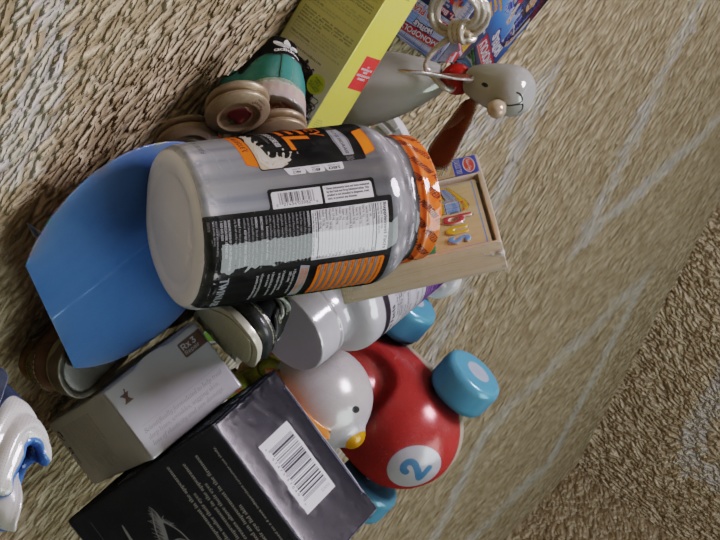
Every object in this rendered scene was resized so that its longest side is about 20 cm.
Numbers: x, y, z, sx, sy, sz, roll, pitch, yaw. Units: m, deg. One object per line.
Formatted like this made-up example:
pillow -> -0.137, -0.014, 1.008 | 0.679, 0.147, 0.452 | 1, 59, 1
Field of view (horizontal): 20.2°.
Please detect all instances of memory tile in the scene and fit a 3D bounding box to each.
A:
memory tile -> -0.088, -0.071, 1.578 | 0.153, 0.017, 0.200 | -30, 145, 24

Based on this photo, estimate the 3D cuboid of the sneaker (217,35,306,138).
sneaker -> -0.094, -0.107, 1.624 | 0.200, 0.071, 0.080 | -48, -152, 46

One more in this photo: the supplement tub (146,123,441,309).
supplement tub -> -0.049, -0.043, 1.497 | 0.199, 0.123, 0.123 | -8, 141, -26

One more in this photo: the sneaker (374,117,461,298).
sneaker -> 0.049, -0.067, 1.902 | 0.076, 0.201, 0.080 | -25, 169, 10

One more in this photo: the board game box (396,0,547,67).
board game box -> 0.113, -0.264, 1.905 | 0.200, 0.062, 0.200 | -50, 164, -10

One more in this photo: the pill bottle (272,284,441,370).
pill bottle -> 0.000, 0.000, 1.764 | 0.200, 0.111, 0.112 | -38, 158, -36

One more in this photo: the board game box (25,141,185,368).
board game box -> -0.185, -0.021, 1.543 | 0.158, 0.039, 0.200 | -40, 146, -18

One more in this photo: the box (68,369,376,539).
box -> -0.114, 0.200, 1.650 | 0.200, 0.148, 0.104 | -33, -175, 36

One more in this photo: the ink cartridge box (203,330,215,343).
ink cartridge box -> -0.085, -0.034, 1.802 | 0.200, 0.076, 0.148 | -52, 165, 13

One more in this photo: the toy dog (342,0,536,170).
toy dog -> 0.036, -0.145, 1.695 | 0.199, 0.132, 0.096 | -13, -146, 37

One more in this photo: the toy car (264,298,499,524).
toy car -> -0.012, 0.126, 1.818 | 0.184, 0.177, 0.200 | -48, 162, 23

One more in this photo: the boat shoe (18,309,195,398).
boat shoe -> -0.194, 0.024, 1.632 | 0.200, 0.068, 0.072 | -38, 123, -35

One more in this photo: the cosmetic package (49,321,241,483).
cosmetic package -> -0.182, 0.114, 1.687 | 0.102, 0.074, 0.200 | -39, -175, -22

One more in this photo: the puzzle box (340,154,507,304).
puzzle box -> 0.044, -0.037, 1.644 | 0.200, 0.132, 0.026 | -98, 176, -67

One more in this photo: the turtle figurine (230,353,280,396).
turtle figurine -> -0.082, 0.080, 1.953 | 0.161, 0.064, 0.200 | -46, -172, -37

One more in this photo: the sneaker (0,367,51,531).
sneaker -> -0.309, 0.145, 1.405 | 0.200, 0.146, 0.081 | -42, 160, -37

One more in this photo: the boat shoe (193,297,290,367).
boat shoe -> -0.089, 0.032, 1.589 | 0.068, 0.072, 0.200 | -40, -177, -6

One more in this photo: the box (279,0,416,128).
box -> -0.030, -0.174, 1.658 | 0.200, 0.075, 0.050 | -58, 152, 12
